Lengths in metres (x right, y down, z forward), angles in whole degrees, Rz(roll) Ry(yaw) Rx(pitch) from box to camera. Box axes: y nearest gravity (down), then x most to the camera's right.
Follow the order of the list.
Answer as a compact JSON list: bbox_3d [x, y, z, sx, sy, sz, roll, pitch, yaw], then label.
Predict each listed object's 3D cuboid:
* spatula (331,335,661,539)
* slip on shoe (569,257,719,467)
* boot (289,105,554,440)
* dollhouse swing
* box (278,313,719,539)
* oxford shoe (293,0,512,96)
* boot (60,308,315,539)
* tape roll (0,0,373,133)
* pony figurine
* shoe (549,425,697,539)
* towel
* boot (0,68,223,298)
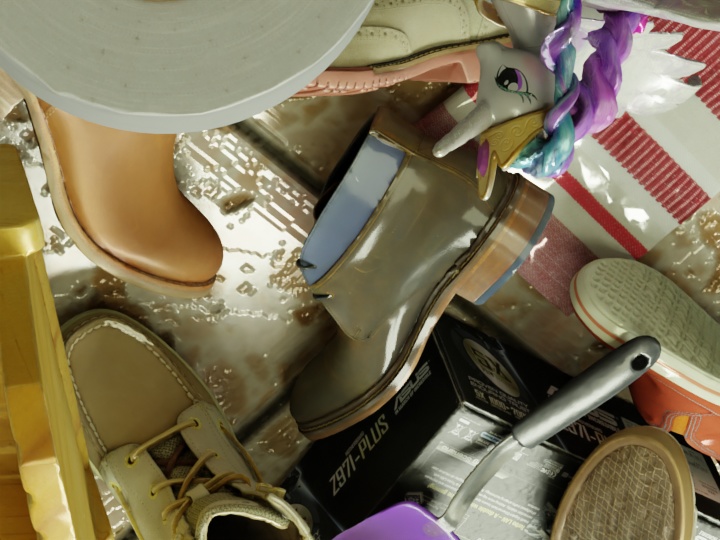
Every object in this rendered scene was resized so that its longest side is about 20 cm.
[{"bbox_3d":[0.067,0.095,1.372,0.200,0.021,0.057,-41,123,10],"label":"spatula"},{"bbox_3d":[0.162,0.054,1.436,0.061,0.074,0.200,-35,141,19],"label":"slip on shoe"},{"bbox_3d":[0.000,0.000,1.373,0.097,0.075,0.200,34,126,-13],"label":"boot"},{"bbox_3d":[-0.196,0.077,1.241,0.181,0.176,0.201,-2,128,8],"label":"dollhouse swing"},{"bbox_3d":[0.072,0.137,1.472,0.200,0.086,0.164,25,115,-28],"label":"box"},{"bbox_3d":[0.000,-0.118,1.265,0.200,0.071,0.074,-10,99,-39],"label":"oxford shoe"},{"bbox_3d":[-0.078,0.104,1.330,0.072,0.155,0.200,-32,93,-8],"label":"boot"},{"bbox_3d":[-0.082,-0.159,1.165,0.199,0.066,0.201,0,86,-5],"label":"tape roll"},{"bbox_3d":[0.104,-0.130,1.224,0.192,0.201,0.166,-2,170,-31],"label":"pony figurine"},{"bbox_3d":[0.129,0.158,1.422,0.070,0.053,0.201,17,120,13],"label":"shoe"},{"bbox_3d":[0.130,-0.081,1.373,0.200,0.023,0.144,-40,124,14],"label":"towel"},{"bbox_3d":[-0.095,-0.089,1.286,0.155,0.077,0.200,-43,117,12],"label":"boot"}]
